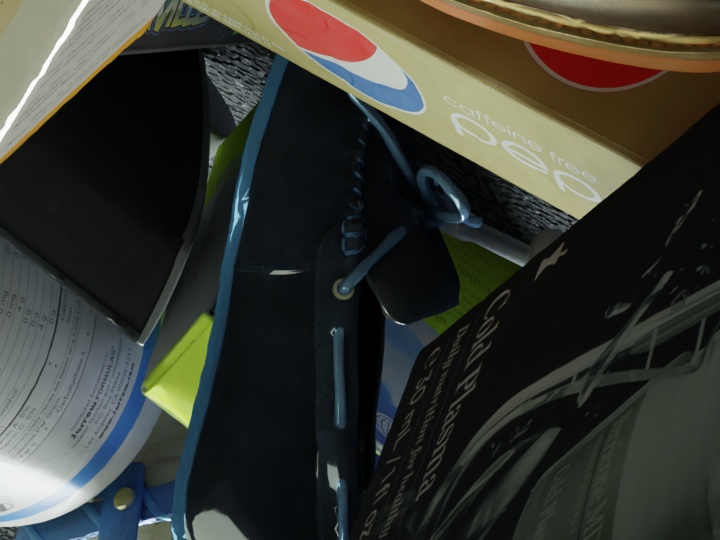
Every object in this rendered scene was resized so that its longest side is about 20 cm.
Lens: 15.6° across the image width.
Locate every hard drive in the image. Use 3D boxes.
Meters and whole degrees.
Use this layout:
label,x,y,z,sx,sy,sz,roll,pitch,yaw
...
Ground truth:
label,x,y,z,sx,sy,sz,roll,pitch,yaw
hard drive,-0.103,-0.076,0.843,0.135,0.042,0.200,41,-158,-28

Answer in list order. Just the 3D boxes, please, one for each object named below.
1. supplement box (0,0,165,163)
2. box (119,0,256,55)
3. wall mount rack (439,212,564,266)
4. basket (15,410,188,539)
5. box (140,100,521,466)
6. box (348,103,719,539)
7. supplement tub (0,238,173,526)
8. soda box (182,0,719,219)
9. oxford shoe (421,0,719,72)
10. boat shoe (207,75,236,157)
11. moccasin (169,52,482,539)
label,x,y,z,sx,sy,sz,roll,pitch,yaw
supplement box,-0.073,-0.118,0.509,0.126,0.074,0.200,44,144,-1
box,-0.096,-0.100,0.735,0.110,0.035,0.200,31,-162,18
wall mount rack,0.072,0.062,0.847,0.074,0.174,0.200,-18,120,20
basket,-0.041,0.127,0.965,0.139,0.200,0.176,-19,138,22
box,-0.005,0.023,0.915,0.122,0.048,0.200,37,-153,-14
box,0.088,0.065,0.515,0.124,0.200,0.197,39,130,-14
supplement tub,-0.160,0.007,0.857,0.132,0.132,0.200,28,-179,31
soda box,0.041,-0.064,0.659,0.200,0.064,0.068,31,168,21
oxford shoe,0.011,-0.110,0.541,0.200,0.071,0.073,33,164,10
boat shoe,-0.122,-0.071,0.959,0.200,0.065,0.074,23,-146,-54
moccasin,0.000,0.000,0.774,0.068,0.200,0.080,15,-165,14
